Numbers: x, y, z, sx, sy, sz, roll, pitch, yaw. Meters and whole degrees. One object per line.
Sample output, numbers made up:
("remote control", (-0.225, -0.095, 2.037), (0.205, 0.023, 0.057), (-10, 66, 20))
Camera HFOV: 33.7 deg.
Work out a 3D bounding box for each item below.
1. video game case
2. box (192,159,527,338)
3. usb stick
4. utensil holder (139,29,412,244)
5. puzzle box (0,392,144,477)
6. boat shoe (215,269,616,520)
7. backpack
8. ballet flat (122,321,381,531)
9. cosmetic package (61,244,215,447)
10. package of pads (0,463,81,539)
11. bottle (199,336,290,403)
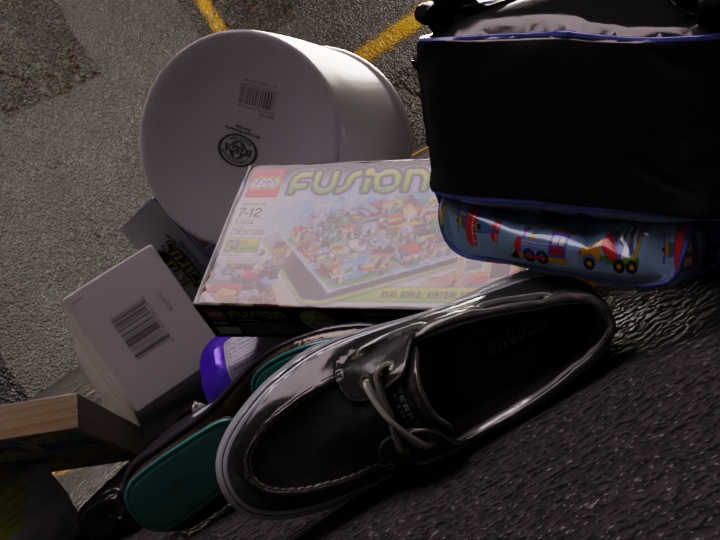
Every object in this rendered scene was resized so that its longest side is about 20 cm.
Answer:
("video game case", (-0.097, -0.002, 1.030), (0.045, 0.181, 0.200), (-39, 3, 19))
("box", (0.011, -0.013, 0.691), (0.199, 0.035, 0.110), (0, 53, 24))
("usb stick", (-0.138, 0.134, 0.867), (0.055, 0.033, 0.200), (-36, 4, 26))
("utensil holder", (-0.063, -0.100, 0.944), (0.170, 0.170, 0.200), (-29, -3, 16))
("puzzle box", (-0.269, 0.127, 0.848), (0.199, 0.026, 0.133), (-10, -18, 7))
("boat shoe", (0.023, 0.052, 0.541), (0.200, 0.072, 0.071), (-30, 2, -4))
("backpack", (0.147, -0.084, 0.585), (0.182, 0.135, 0.200), (9, 22, 41))
("ballet flat", (-0.051, 0.083, 0.687), (0.200, 0.073, 0.073), (-32, 6, 15))
("cosmetic package", (-0.174, 0.071, 0.961), (0.085, 0.108, 0.200), (-34, -8, -17))
("package of pads", (-0.310, 0.218, 0.857), (0.200, 0.068, 0.154), (-23, 10, 38))
("bottle", (-0.001, 0.036, 0.741), (0.200, 0.084, 0.065), (-29, 47, 15))
